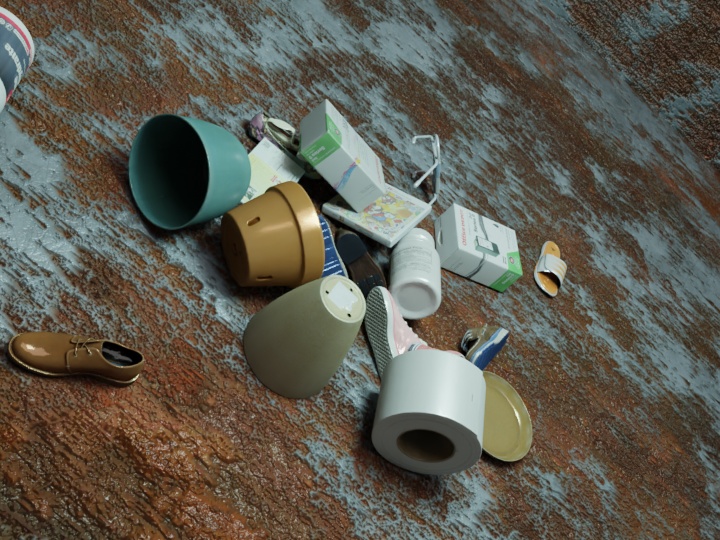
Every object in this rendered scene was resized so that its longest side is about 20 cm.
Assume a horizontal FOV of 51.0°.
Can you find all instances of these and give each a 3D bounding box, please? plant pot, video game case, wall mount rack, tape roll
[{"bbox_3d":[-0.082,0.098,1.335,0.186,0.200,0.189,21,47,-24],"label":"plant pot"},{"bbox_3d":[0.281,0.310,1.597,0.198,0.027,0.202,21,47,-25],"label":"plant pot"},{"bbox_3d":[0.039,-0.139,1.692,0.181,0.023,0.200,28,39,18],"label":"video game case"},{"bbox_3d":[-0.296,-0.181,1.386,0.160,0.200,0.202,-13,67,-57],"label":"plant pot"},{"bbox_3d":[-0.172,-0.055,1.400,0.139,0.200,0.202,-14,68,-26],"label":"plant pot"},{"bbox_3d":[0.157,-0.223,1.823,0.074,0.201,0.175,-4,50,2],"label":"wall mount rack"},{"bbox_3d":[0.127,0.261,1.380,0.201,0.203,0.140,31,45,-16],"label":"tape roll"}]

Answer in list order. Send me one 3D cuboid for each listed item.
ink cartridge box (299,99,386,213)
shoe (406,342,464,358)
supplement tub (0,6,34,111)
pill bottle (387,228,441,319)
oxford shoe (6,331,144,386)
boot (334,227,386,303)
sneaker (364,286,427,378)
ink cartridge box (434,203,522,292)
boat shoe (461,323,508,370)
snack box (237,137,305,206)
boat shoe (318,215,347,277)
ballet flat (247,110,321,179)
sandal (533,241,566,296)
[{"bbox_3d":[-0.039,-0.245,1.630,0.200,0.087,0.146,42,25,-31],"label":"ink cartridge box"},{"bbox_3d":[0.172,0.206,1.488,0.200,0.090,0.072,43,65,-45],"label":"shoe"},{"bbox_3d":[-0.644,-0.337,1.254,0.139,0.140,0.202,26,46,-21],"label":"supplement tub"},{"bbox_3d":[0.116,0.001,1.627,0.114,0.115,0.201,30,34,-17],"label":"pill bottle"},{"bbox_3d":[-0.424,0.121,1.138,0.198,0.071,0.072,14,53,-29],"label":"oxford shoe"},{"bbox_3d":[0.000,0.000,1.565,0.097,0.074,0.202,-125,-167,-69],"label":"boot"},{"bbox_3d":[0.076,0.131,1.522,0.104,0.075,0.203,-2,74,-40],"label":"sneaker"},{"bbox_3d":[0.285,-0.055,1.835,0.198,0.084,0.147,20,48,-25],"label":"ink cartridge box"},{"bbox_3d":[0.260,0.167,1.657,0.072,0.073,0.199,26,20,21],"label":"boat shoe"},{"bbox_3d":[-0.205,-0.184,1.571,0.116,0.037,0.201,39,42,-8],"label":"snack box"},{"bbox_3d":[-0.078,-0.011,1.492,0.072,0.072,0.202,-17,100,-29],"label":"boat shoe"},{"bbox_3d":[-0.154,-0.278,1.658,0.199,0.071,0.069,35,40,-13],"label":"ballet flat"},{"bbox_3d":[0.514,-0.021,2.013,0.079,0.059,0.208,34,43,-12],"label":"sandal"}]
